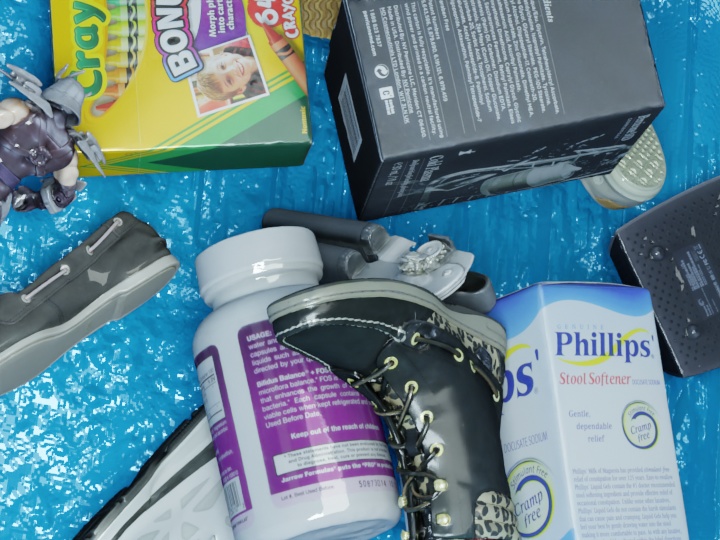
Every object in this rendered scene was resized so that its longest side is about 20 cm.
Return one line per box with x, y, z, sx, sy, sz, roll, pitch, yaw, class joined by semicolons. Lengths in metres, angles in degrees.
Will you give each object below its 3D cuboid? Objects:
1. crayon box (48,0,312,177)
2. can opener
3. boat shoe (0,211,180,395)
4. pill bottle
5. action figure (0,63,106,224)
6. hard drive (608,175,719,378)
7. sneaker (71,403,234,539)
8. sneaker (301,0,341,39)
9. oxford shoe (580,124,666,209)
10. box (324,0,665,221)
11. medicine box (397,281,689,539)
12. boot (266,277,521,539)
-0.128;-0.171;1.605;0.171;0.058;0.201;-3;75;-10;crayon box
0.000;0.000;1.575;0.053;0.199;0.067;-45;130;-30;can opener
-0.209;0.025;1.533;0.200;0.067;0.057;-33;74;-34;boat shoe
-0.047;0.079;1.504;0.112;0.112;0.201;-6;74;-27;pill bottle
-0.245;-0.055;1.496;0.200;0.069;0.130;-50;127;-6;action figure
0.288;-0.004;1.785;0.199;0.042;0.136;-23;85;-29;hard drive
-0.114;0.182;1.519;0.115;0.076;0.201;46;59;-4;sneaker
0.018;-0.219;1.713;0.199;0.090;0.075;-3;114;-5;sneaker
0.181;-0.131;1.768;0.075;0.058;0.201;2;59;-24;oxford shoe
0.086;-0.127;1.606;0.195;0.200;0.125;-13;81;-6;box
0.117;0.127;1.577;0.102;0.182;0.201;2;74;-36;medicine box
0.029;0.093;1.435;0.203;0.073;0.155;16;60;-47;boot
